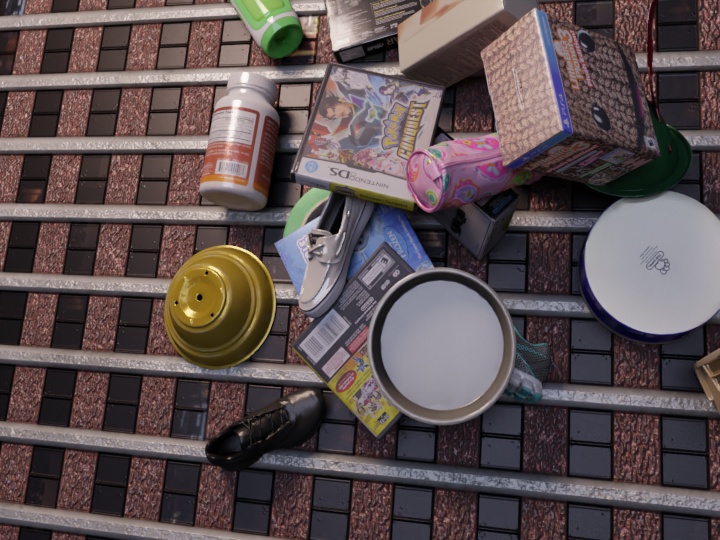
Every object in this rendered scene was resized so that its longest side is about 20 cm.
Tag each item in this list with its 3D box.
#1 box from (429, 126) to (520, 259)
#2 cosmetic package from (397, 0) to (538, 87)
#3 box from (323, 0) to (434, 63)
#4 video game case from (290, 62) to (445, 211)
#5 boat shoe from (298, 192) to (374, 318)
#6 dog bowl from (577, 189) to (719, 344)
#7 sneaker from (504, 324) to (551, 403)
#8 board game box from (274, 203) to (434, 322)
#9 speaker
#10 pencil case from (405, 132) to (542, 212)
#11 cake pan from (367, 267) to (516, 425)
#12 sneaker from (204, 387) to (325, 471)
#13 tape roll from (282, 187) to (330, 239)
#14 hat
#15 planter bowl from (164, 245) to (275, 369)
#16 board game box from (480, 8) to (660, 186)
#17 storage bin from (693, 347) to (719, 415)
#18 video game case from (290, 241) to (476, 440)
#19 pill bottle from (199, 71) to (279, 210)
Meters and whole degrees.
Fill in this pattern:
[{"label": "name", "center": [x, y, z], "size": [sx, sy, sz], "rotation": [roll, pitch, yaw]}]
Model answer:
[{"label": "box", "center": [0.134, -0.124, 1.033], "size": [0.060, 0.117, 0.200], "rotation": [-38, 70, -18]}, {"label": "cosmetic package", "center": [0.158, -0.360, 1.043], "size": [0.198, 0.102, 0.090], "rotation": [-17, 69, 43]}, {"label": "box", "center": [0.037, -0.453, 1.170], "size": [0.195, 0.044, 0.164], "rotation": [-14, 75, 10]}, {"label": "video game case", "center": [0.014, -0.192, 0.976], "size": [0.176, 0.026, 0.204], "rotation": [13, 65, 6]}, {"label": "boat shoe", "center": [-0.045, -0.036, 0.974], "size": [0.071, 0.065, 0.203], "rotation": [19, 80, 46]}, {"label": "dog bowl", "center": [0.405, -0.004, 0.966], "size": [0.195, 0.079, 0.206], "rotation": [-3, 77, 13]}, {"label": "sneaker", "center": [0.185, 0.105, 1.006], "size": [0.197, 0.078, 0.092], "rotation": [31, 69, 14]}, {"label": "board game box", "center": [0.000, 0.000, 1.027], "size": [0.196, 0.043, 0.203], "rotation": [-30, 74, 6]}, {"label": "speaker", "center": [-0.177, -0.465, 1.201], "size": [0.088, 0.088, 0.202], "rotation": [-34, 72, 3]}, {"label": "pencil case", "center": [0.156, -0.136, 0.911], "size": [0.196, 0.088, 0.089], "rotation": [-17, 71, -27]}, {"label": "cake pan", "center": [0.107, 0.100, 0.927], "size": [0.195, 0.037, 0.206], "rotation": [-1, 85, 7]}, {"label": "sneaker", "center": [-0.140, 0.238, 1.031], "size": [0.198, 0.091, 0.077], "rotation": [-33, 70, 3]}, {"label": "tape roll", "center": [-0.023, -0.042, 1.088], "size": [0.195, 0.048, 0.206], "rotation": [-3, 78, 12]}, {"label": "hat", "center": [0.365, -0.231, 0.949], "size": [0.162, 0.178, 0.203], "rotation": [-13, 44, 5]}, {"label": "planter bowl", "center": [-0.238, 0.050, 1.099], "size": [0.195, 0.083, 0.206], "rotation": [-3, 78, 12]}, {"label": "board game box", "center": [0.267, -0.211, 0.885], "size": [0.096, 0.196, 0.164], "rotation": [-28, 65, 51]}, {"label": "storage bin", "center": [0.537, 0.110, 0.847], "size": [0.196, 0.199, 0.096], "rotation": [-23, 72, 6]}, {"label": "video game case", "center": [0.031, 0.097, 0.969], "size": [0.181, 0.025, 0.200], "rotation": [44, 92, 8]}, {"label": "pill bottle", "center": [-0.191, -0.209, 1.132], "size": [0.109, 0.112, 0.205], "rotation": [6, 78, 14]}]
